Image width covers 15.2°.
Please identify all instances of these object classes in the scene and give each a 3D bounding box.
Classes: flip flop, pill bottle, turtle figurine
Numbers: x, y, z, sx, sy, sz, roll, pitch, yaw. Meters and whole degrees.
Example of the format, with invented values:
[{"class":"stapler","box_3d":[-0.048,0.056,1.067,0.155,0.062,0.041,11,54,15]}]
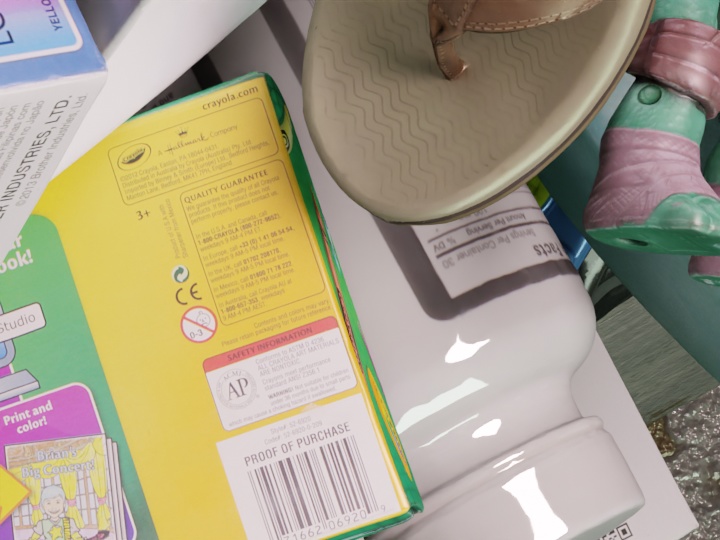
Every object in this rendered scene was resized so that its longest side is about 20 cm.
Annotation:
[{"class":"flip flop","box_3d":[0.049,-0.094,0.613,0.200,0.081,0.058,-47,164,26]},{"class":"pill bottle","box_3d":[0.000,0.000,0.785,0.110,0.201,0.111,-27,169,-6]},{"class":"turtle figurine","box_3d":[0.107,-0.099,0.700,0.149,0.201,0.100,13,173,-39]}]

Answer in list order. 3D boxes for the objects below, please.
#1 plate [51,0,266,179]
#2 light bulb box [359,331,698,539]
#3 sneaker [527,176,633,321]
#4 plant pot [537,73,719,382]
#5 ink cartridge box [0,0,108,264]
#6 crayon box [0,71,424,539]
[{"class":"plate","box_3d":[-0.011,-0.105,0.617,0.200,0.032,0.200,-45,-178,-38]},{"class":"light bulb box","box_3d":[-0.006,0.074,1.105,0.199,0.199,0.125,-22,170,-30]},{"class":"sneaker","box_3d":[0.084,-0.033,0.924,0.200,0.071,0.083,-44,173,12]},{"class":"plant pot","box_3d":[0.117,-0.064,0.807,0.141,0.201,0.141,-30,169,-3]},{"class":"ink cartridge box","box_3d":[-0.168,-0.016,0.543,0.199,0.077,0.137,-15,156,-35]},{"class":"crayon box","box_3d":[-0.096,0.039,0.700,0.199,0.119,0.058,-19,172,1]}]
